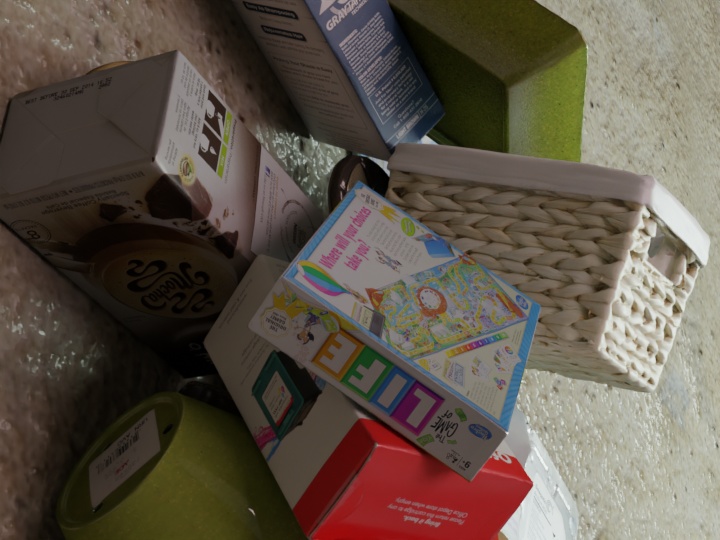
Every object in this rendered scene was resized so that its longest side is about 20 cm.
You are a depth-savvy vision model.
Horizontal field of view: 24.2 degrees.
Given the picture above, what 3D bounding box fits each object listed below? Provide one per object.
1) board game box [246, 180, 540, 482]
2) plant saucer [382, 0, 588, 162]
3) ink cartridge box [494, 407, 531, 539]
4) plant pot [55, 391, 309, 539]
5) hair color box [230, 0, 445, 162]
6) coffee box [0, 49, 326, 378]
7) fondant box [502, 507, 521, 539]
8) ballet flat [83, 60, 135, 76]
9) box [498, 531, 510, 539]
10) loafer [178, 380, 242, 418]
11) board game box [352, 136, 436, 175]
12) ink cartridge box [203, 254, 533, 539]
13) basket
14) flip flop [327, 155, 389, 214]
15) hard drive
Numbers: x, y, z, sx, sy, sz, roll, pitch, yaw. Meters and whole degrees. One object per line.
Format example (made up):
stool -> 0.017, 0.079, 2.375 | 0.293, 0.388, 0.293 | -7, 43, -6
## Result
board game box -> 0.026, 0.024, 0.901 | 0.134, 0.034, 0.200 | 35, 20, 0
plant saucer -> 0.068, -0.143, 1.197 | 0.048, 0.200, 0.200 | -45, 156, -18
ink cartridge box -> 0.033, 0.090, 1.037 | 0.160, 0.047, 0.200 | 35, 10, -7
plant pot -> -0.065, 0.165, 0.917 | 0.200, 0.187, 0.187 | 46, 38, -23
hair color box -> -0.028, -0.173, 1.165 | 0.061, 0.100, 0.200 | -47, 128, -20
coffee box -> -0.102, -0.024, 0.956 | 0.200, 0.113, 0.080 | 47, 40, -46
fondant box -> 0.061, 0.234, 1.245 | 0.144, 0.058, 0.200 | 50, 39, -44
ballet flat -> -0.118, -0.085, 1.026 | 0.200, 0.069, 0.063 | 41, 17, -55
box -> 0.048, 0.268, 1.104 | 0.200, 0.021, 0.164 | -49, 135, -8
loafer -> -0.043, 0.107, 1.043 | 0.200, 0.073, 0.072 | 40, 66, -46
board game box -> 0.051, -0.062, 1.379 | 0.200, 0.026, 0.200 | 31, 52, -57
ink cartridge box -> 0.009, 0.087, 0.884 | 0.116, 0.067, 0.200 | 17, 26, -39
basket -> 0.116, -0.001, 1.147 | 0.136, 0.200, 0.124 | 32, 73, -56
flip flop -> 0.000, 0.000, 1.223 | 0.200, 0.057, 0.081 | 73, 34, -49
hard drive -> 0.137, 0.243, 1.419 | 0.140, 0.038, 0.200 | 59, 31, -35
